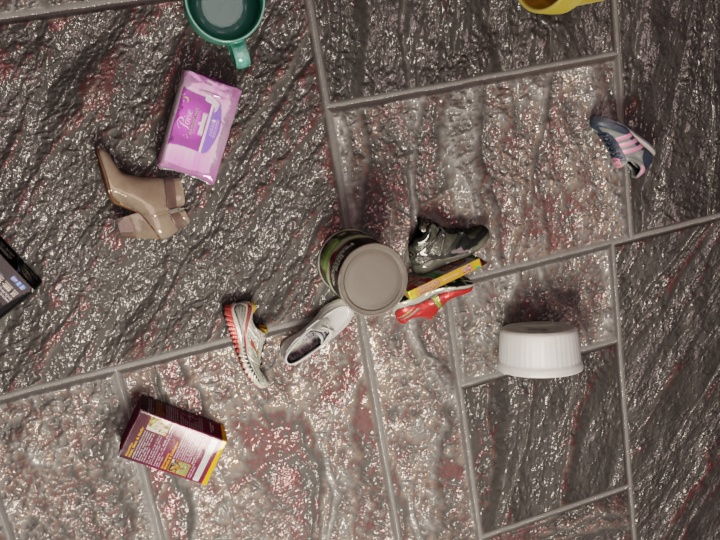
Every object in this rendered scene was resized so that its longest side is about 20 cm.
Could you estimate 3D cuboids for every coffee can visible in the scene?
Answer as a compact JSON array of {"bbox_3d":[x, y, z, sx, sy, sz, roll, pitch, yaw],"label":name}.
[{"bbox_3d":[0.000,0.000,1.467,0.144,0.200,0.149,-3,102,-15],"label":"coffee can"}]

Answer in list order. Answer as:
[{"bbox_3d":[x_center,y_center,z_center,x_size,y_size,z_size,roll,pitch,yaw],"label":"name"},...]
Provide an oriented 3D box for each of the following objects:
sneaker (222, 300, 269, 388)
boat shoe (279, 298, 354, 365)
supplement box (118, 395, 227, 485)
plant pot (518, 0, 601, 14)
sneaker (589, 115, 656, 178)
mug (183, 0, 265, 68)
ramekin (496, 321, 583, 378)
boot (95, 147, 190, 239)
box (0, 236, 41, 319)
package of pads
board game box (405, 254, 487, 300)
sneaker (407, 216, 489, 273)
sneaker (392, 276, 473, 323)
[{"bbox_3d":[-0.230,0.161,1.500,0.081,0.078,0.203,-19,106,-12],"label":"sneaker"},{"bbox_3d":[-0.093,0.137,1.538,0.198,0.068,0.073,-32,108,-7],"label":"boat shoe"},{"bbox_3d":[-0.398,0.362,1.488,0.198,0.086,0.112,26,94,-19],"label":"supplement box"},{"bbox_3d":[0.454,-0.645,1.478,0.186,0.200,0.204,-7,104,-29],"label":"plant pot"},{"bbox_3d":[0.611,-0.292,1.651,0.198,0.070,0.083,27,90,-18],"label":"sneaker"},{"bbox_3d":[-0.266,-0.495,1.334,0.150,0.114,0.188,14,98,-18],"label":"mug"},{"bbox_3d":[0.417,0.180,1.630,0.197,0.200,0.099,-4,95,-15],"label":"ramekin"},{"bbox_3d":[-0.427,-0.158,1.389,0.144,0.070,0.203,-18,107,-18],"label":"boot"},{"bbox_3d":[-0.740,0.006,1.317,0.163,0.086,0.201,-37,109,-5],"label":"box"},{"bbox_3d":[-0.321,-0.282,1.383,0.119,0.076,0.203,16,97,-20],"label":"package of pads"},{"bbox_3d":[0.181,0.005,1.575,0.198,0.096,0.030,-22,109,-11],"label":"board game box"},{"bbox_3d":[0.195,-0.079,1.572,0.197,0.076,0.116,-21,113,-5],"label":"sneaker"},{"bbox_3d":[0.166,0.067,1.606,0.197,0.077,0.086,-17,117,-5],"label":"sneaker"}]
